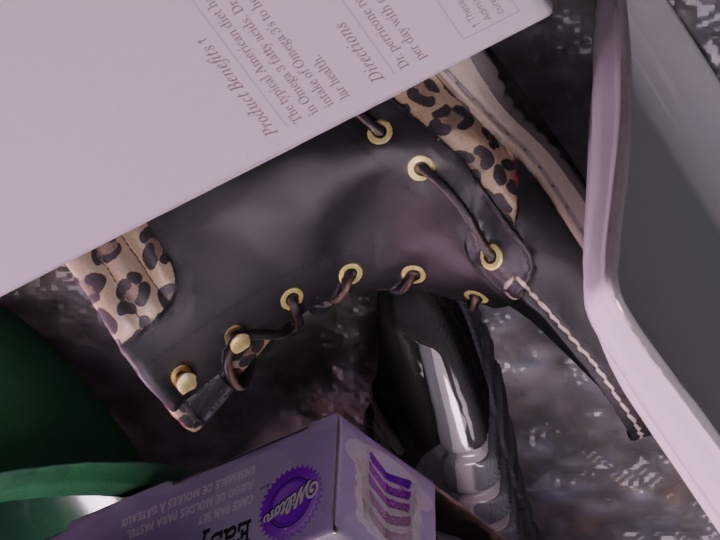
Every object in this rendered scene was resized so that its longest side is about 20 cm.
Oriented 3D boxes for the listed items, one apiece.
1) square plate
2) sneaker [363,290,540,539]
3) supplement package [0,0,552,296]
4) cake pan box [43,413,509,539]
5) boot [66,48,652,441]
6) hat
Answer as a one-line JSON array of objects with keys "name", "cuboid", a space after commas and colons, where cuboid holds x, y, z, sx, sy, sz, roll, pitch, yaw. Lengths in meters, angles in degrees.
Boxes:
[{"name": "square plate", "cuboid": [0.119, 0.022, 0.902, 0.028, 0.201, 0.199, -23, 120, 21]}, {"name": "sneaker", "cuboid": [0.003, 0.091, 1.021, 0.115, 0.075, 0.201, -10, 123, 9]}, {"name": "supplement package", "cuboid": [-0.067, -0.096, 0.775, 0.199, 0.118, 0.117, -26, 131, 14]}, {"name": "cake pan box", "cuboid": [-0.020, 0.137, 0.980, 0.199, 0.053, 0.184, -24, 137, 30]}, {"name": "boot", "cuboid": [0.000, 0.000, 0.918, 0.150, 0.073, 0.201, -36, 96, 2]}, {"name": "hat", "cuboid": [-0.150, 0.018, 1.006, 0.165, 0.177, 0.200, -17, 160, 12]}]
